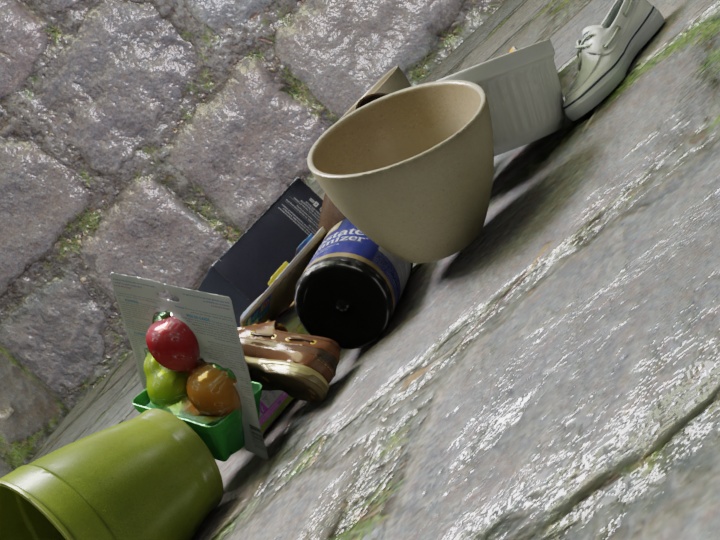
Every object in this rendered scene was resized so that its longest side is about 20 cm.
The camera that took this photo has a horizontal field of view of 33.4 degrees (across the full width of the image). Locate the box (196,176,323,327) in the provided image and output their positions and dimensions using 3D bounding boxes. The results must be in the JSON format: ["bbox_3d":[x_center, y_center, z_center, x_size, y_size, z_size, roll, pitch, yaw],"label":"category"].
[{"bbox_3d":[-0.131,-0.014,1.737,0.182,0.104,0.200,-47,1,-18],"label":"box"}]

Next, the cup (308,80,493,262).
[{"bbox_3d":[0.062,-0.094,1.294,0.200,0.143,0.200,-19,26,10],"label":"cup"}]

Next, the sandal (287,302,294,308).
[{"bbox_3d":[-0.067,0.044,1.621,0.200,0.082,0.055,-46,26,-17],"label":"sandal"}]

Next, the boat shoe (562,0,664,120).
[{"bbox_3d":[0.284,-0.258,1.419,0.200,0.067,0.074,-51,10,-31],"label":"boat shoe"}]

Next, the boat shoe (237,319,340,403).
[{"bbox_3d":[-0.103,0.093,1.345,0.200,0.072,0.068,11,61,39],"label":"boat shoe"}]

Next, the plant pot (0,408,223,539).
[{"bbox_3d":[-0.251,0.247,1.242,0.193,0.200,0.200,-37,2,-37],"label":"plant pot"}]

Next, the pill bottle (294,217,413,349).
[{"bbox_3d":[0.000,0.000,1.391,0.112,0.112,0.200,-41,10,26],"label":"pill bottle"}]

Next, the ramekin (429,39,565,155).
[{"bbox_3d":[0.149,-0.192,1.433,0.200,0.105,0.200,-20,6,2],"label":"ramekin"}]

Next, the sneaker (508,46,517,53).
[{"bbox_3d":[0.220,-0.257,1.682,0.077,0.078,0.200,-48,8,17],"label":"sneaker"}]

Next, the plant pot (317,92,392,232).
[{"bbox_3d":[0.028,-0.094,1.557,0.200,0.187,0.187,-54,2,36],"label":"plant pot"}]

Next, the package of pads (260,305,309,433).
[{"bbox_3d":[-0.109,0.122,1.472,0.200,0.068,0.154,-49,9,-20],"label":"package of pads"}]

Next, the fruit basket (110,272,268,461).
[{"bbox_3d":[-0.181,0.100,1.302,0.185,0.200,0.094,9,27,37],"label":"fruit basket"}]

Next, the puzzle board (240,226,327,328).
[{"bbox_3d":[-0.102,0.029,1.493,0.151,0.017,0.200,-48,-6,-16],"label":"puzzle board"}]

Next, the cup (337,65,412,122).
[{"bbox_3d":[0.048,-0.274,2.306,0.200,0.143,0.200,-44,9,9],"label":"cup"}]
